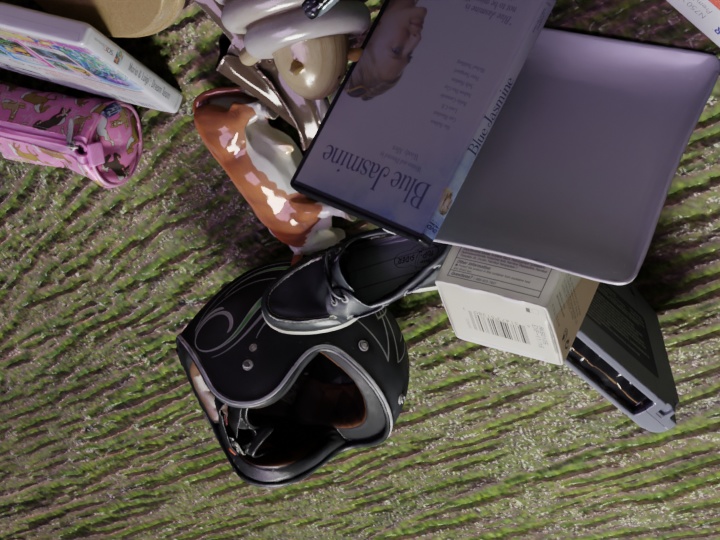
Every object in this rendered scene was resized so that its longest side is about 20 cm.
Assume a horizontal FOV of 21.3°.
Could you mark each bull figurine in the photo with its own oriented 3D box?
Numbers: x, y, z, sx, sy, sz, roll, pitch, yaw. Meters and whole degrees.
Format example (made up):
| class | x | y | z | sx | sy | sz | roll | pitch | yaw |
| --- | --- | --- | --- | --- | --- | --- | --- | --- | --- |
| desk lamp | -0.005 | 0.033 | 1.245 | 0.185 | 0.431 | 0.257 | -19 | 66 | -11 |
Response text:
| class | x | y | z | sx | sy | sz | roll | pitch | yaw |
| --- | --- | --- | --- | --- | --- | --- | --- | --- | --- |
| bull figurine | -0.065 | -0.082 | 1.666 | 0.121 | 0.065 | 0.200 | -15 | 127 | 44 |

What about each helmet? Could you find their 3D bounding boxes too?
| class | x | y | z | sx | sy | sz | roll | pitch | yaw |
| --- | --- | --- | --- | --- | --- | --- | --- | --- | --- |
| helmet | -0.055 | 0.086 | 1.758 | 0.201 | 0.189 | 0.200 | 59 | 167 | 22 |

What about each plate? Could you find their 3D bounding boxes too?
| class | x | y | z | sx | sy | sz | roll | pitch | yaw |
| --- | --- | --- | --- | --- | --- | --- | --- | --- | --- |
| plate | 0.139 | -0.084 | 1.374 | 0.198 | 0.201 | 0.032 | 12 | 152 | 27 |

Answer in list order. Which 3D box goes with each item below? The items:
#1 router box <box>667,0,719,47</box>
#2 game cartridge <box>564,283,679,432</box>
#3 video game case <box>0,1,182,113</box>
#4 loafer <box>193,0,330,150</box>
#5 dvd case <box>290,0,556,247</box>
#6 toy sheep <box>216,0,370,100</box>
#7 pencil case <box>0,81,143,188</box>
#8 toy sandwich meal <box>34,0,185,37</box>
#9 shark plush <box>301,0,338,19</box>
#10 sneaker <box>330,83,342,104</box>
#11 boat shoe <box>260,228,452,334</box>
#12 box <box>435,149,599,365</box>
| class | x | y | z | sx | sy | sz | roll | pitch | yaw |
| --- | --- | --- | --- | --- | --- | --- | --- | --- | --- |
| router box | 0.251 | -0.232 | 1.224 | 0.200 | 0.049 | 0.179 | 40 | 146 | -10 |
| game cartridge | 0.183 | 0.032 | 1.527 | 0.041 | 0.134 | 0.200 | -33 | 132 | 21 |
| video game case | -0.277 | -0.194 | 1.661 | 0.198 | 0.024 | 0.182 | 16 | 172 | 24 |
| loafer | -0.083 | -0.177 | 1.536 | 0.070 | 0.073 | 0.201 | -27 | 113 | 5 |
| dvd case | 0.042 | -0.127 | 1.379 | 0.142 | 0.201 | 0.018 | 23 | 174 | 42 |
| toy sheep | -0.053 | -0.225 | 1.411 | 0.137 | 0.137 | 0.202 | -15 | 92 | 48 |
| pencil case | -0.299 | -0.132 | 1.775 | 0.198 | 0.083 | 0.087 | 14 | 152 | 29 |
| toy sandwich meal | -0.220 | -0.273 | 1.553 | 0.203 | 0.071 | 0.206 | 19 | 145 | 14 |
| shark plush | 0.044 | -0.231 | 1.304 | 0.083 | 0.200 | 0.091 | 37 | -168 | -41 |
| sneaker | 0.068 | -0.095 | 1.538 | 0.199 | 0.075 | 0.084 | 37 | 143 | -18 |
| boat shoe | 0.001 | 0.002 | 1.638 | 0.197 | 0.075 | 0.066 | -12 | 164 | 12 |
| box | 0.141 | -0.041 | 1.417 | 0.094 | 0.201 | 0.078 | 15 | 151 | 27 |
